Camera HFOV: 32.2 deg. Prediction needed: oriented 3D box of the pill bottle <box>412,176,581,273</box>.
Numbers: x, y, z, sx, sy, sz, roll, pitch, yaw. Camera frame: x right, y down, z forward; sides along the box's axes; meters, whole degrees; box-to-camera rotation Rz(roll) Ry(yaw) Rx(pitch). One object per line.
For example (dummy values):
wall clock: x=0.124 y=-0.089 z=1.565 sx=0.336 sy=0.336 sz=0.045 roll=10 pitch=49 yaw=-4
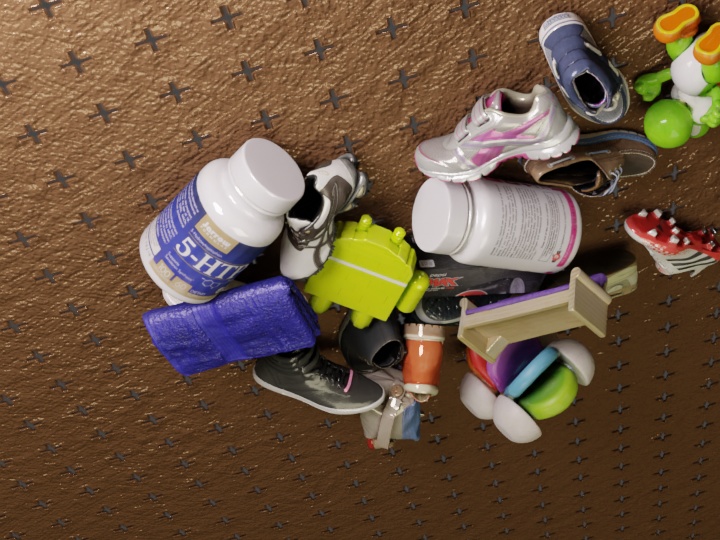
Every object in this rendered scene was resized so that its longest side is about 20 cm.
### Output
pill bottle: x=0.174 y=-0.061 z=1.603 sx=0.199 sy=0.114 sz=0.114 roll=6 pitch=141 yaw=-28

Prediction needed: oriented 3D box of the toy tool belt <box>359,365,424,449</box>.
toy tool belt: x=0.063 y=0.220 z=1.953 sx=0.122 sy=0.126 sz=0.200 roll=-6 pitch=146 yaw=3

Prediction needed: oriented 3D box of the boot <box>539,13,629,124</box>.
boot: x=0.268 y=-0.205 z=1.442 sx=0.073 sy=0.091 sz=0.200 roll=-29 pitch=143 yaw=20

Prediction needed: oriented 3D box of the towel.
towel: x=-0.161 y=0.076 z=1.595 sx=0.199 sy=0.050 sz=0.148 roll=-16 pitch=149 yaw=10

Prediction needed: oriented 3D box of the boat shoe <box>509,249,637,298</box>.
boat shoe: x=0.309 y=0.034 z=1.799 sx=0.200 sy=0.073 sz=0.063 roll=-23 pitch=125 yaw=-13

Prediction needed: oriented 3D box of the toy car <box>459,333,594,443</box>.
toy car: x=0.232 y=0.141 z=1.851 sx=0.175 sy=0.200 sz=0.150 roll=-43 pitch=123 yaw=-10

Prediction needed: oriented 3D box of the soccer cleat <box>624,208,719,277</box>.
soccer cleat: x=0.439 y=-0.032 z=1.785 sx=0.199 sy=0.069 sz=0.085 roll=9 pitch=135 yaw=-37

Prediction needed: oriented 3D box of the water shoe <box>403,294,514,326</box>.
water shoe: x=0.155 y=0.046 z=1.806 sx=0.199 sy=0.072 sz=0.079 roll=3 pitch=171 yaw=-29

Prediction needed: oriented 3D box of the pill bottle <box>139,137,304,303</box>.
pill bottle: x=-0.161 y=-0.061 z=1.475 sx=0.119 sy=0.120 sz=0.200 roll=18 pitch=134 yaw=-38

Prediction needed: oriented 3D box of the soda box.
soda box: x=0.156 y=-0.009 z=1.714 sx=0.199 sy=0.064 sz=0.071 roll=-2 pitch=144 yaw=-17

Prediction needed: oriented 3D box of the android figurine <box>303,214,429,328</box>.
android figurine: x=0.000 y=0.000 z=1.636 sx=0.181 sy=0.041 sz=0.200 roll=19 pitch=140 yaw=-4

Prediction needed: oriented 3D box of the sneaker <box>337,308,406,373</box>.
sneaker: x=0.015 y=0.116 z=1.799 sx=0.074 sy=0.107 sz=0.201 roll=-7 pitch=145 yaw=-11

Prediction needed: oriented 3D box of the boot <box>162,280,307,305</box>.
boot: x=-0.175 y=0.052 z=1.678 sx=0.199 sy=0.073 sz=0.090 roll=13 pitch=157 yaw=-18

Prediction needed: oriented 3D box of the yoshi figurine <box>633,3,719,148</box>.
yoshi figurine: x=0.383 y=-0.212 z=1.486 sx=0.111 sy=0.113 sz=0.200 roll=-3 pitch=149 yaw=11

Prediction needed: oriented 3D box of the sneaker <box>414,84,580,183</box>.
sneaker: x=0.154 y=-0.170 z=1.482 sx=0.199 sy=0.082 sz=0.089 roll=-16 pitch=123 yaw=16

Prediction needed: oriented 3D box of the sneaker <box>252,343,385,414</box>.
sneaker: x=-0.057 y=0.145 z=1.804 sx=0.199 sy=0.071 sz=0.099 roll=15 pitch=142 yaw=2

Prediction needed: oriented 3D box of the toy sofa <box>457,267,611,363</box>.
toy sofa: x=0.233 y=0.049 z=1.682 sx=0.199 sy=0.098 sz=0.083 roll=-17 pitch=140 yaw=40

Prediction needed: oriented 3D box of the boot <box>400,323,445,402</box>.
boot: x=0.084 y=0.138 z=1.816 sx=0.074 sy=0.108 sz=0.200 roll=2 pitch=173 yaw=2

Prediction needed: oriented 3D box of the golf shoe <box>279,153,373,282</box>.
golf shoe: x=-0.069 y=-0.062 z=1.530 sx=0.094 sy=0.078 sz=0.200 roll=-14 pitch=144 yaw=-45

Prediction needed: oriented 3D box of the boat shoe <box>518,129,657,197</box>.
boat shoe: x=0.293 y=-0.130 z=1.586 sx=0.199 sy=0.073 sz=0.072 roll=-1 pitch=144 yaw=-18
